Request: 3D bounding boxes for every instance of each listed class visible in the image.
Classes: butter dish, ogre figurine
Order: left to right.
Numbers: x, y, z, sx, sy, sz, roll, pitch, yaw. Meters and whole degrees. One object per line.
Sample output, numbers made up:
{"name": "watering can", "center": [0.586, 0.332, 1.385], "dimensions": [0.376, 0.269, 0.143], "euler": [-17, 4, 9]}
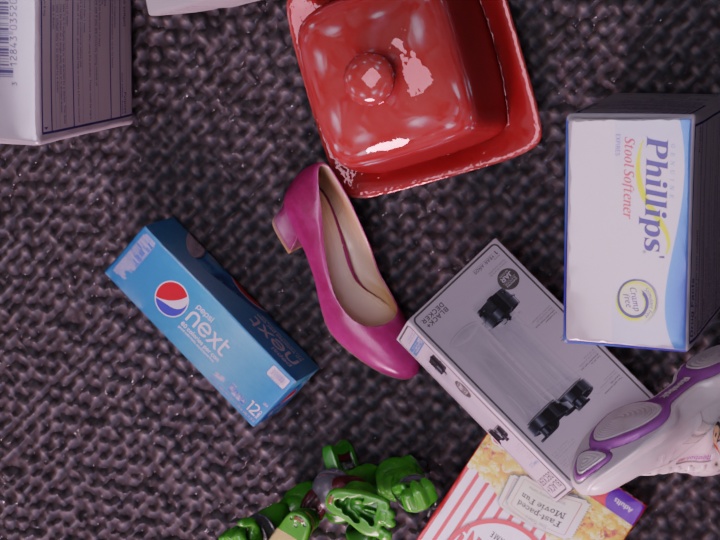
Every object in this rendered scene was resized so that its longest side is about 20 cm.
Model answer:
{"name": "ogre figurine", "center": [-0.015, 0.208, 1.739], "dimensions": [0.200, 0.120, 0.098], "euler": [-38, 90, 22]}
{"name": "butter dish", "center": [0.027, -0.167, 1.644], "dimensions": [0.199, 0.148, 0.200], "euler": [-15, 95, 22]}

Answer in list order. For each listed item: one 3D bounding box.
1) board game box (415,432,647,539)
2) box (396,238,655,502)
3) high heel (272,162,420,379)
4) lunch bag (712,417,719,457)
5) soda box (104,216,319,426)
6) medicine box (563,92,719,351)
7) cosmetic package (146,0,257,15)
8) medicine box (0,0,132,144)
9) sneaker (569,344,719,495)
{"name": "board game box", "center": [0.134, 0.246, 1.704], "dimensions": [0.151, 0.046, 0.200], "euler": [33, 90, 11]}
{"name": "box", "center": [0.142, 0.086, 1.665], "dimensions": [0.200, 0.060, 0.117], "euler": [44, 71, 7]}
{"name": "high heel", "center": [0.000, 0.000, 1.713], "dimensions": [0.200, 0.067, 0.096], "euler": [57, 145, 13]}
{"name": "lunch bag", "center": [0.382, 0.173, 1.583], "dimensions": [0.176, 0.082, 0.200], "euler": [-38, 104, 6]}
{"name": "soda box", "center": [-0.135, 0.045, 1.779], "dimensions": [0.200, 0.068, 0.064], "euler": [46, 109, 7]}
{"name": "medicine box", "center": [0.232, -0.045, 1.565], "dimensions": [0.103, 0.200, 0.183], "euler": [3, 100, 19]}
{"name": "cosmetic package", "center": [-0.083, -0.274, 1.650], "dimensions": [0.200, 0.113, 0.081], "euler": [-9, 94, 40]}
{"name": "medicine box", "center": [-0.284, -0.212, 1.707], "dimensions": [0.103, 0.200, 0.183], "euler": [4, 101, 16]}
{"name": "sneaker", "center": [0.263, 0.144, 1.609], "dimensions": [0.075, 0.200, 0.100], "euler": [11, 127, 60]}
